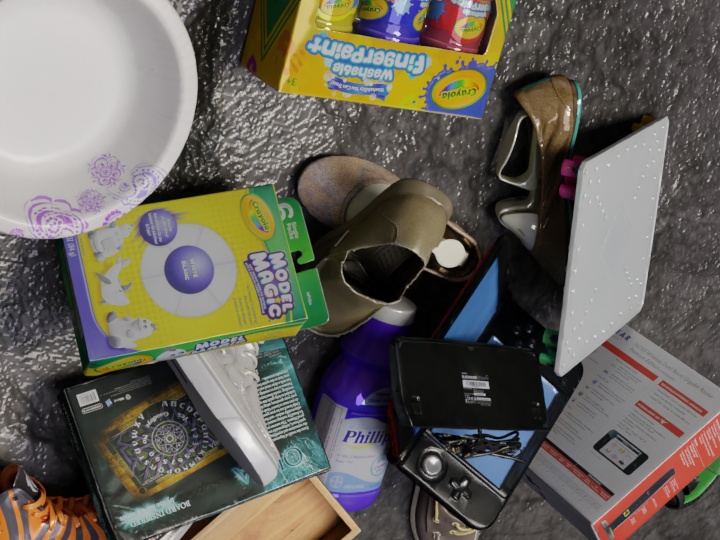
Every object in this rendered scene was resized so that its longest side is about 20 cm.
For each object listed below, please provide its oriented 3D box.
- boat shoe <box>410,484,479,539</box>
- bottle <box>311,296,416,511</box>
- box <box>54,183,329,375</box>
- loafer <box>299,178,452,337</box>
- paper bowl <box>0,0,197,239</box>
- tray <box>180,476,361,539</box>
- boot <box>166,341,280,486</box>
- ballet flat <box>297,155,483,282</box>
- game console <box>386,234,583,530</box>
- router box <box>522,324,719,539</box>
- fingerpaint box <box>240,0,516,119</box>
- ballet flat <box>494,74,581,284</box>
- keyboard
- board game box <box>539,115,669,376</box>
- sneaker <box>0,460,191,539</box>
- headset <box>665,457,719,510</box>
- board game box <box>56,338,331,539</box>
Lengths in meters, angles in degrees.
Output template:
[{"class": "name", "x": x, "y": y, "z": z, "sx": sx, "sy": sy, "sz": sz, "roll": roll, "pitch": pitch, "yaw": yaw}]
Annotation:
[{"class": "boat shoe", "x": 0.093, "y": 0.222, "z": 1.423, "sx": 0.071, "sy": 0.059, "sz": 0.202, "roll": -16, "pitch": 121, "yaw": -26}, {"class": "bottle", "x": 0.001, "y": 0.118, "z": 1.305, "sx": 0.083, "sy": 0.065, "sz": 0.202, "roll": 3, "pitch": 112, "yaw": -40}, {"class": "box", "x": -0.126, "y": 0.004, "z": 1.121, "sx": 0.198, "sy": 0.048, "sz": 0.118, "roll": -11, "pitch": 75, "yaw": -21}, {"class": "loafer", "x": 0.000, "y": 0.000, "z": 1.190, "sx": 0.076, "sy": 0.068, "sz": 0.200, "roll": 30, "pitch": 136, "yaw": -11}, {"class": "paper bowl", "x": -0.222, "y": -0.131, "z": 1.009, "sx": 0.199, "sy": 0.104, "sz": 0.202, "roll": -15, "pitch": 120, "yaw": -26}, {"class": "tray", "x": -0.107, "y": 0.252, "z": 1.262, "sx": 0.200, "sy": 0.037, "sz": 0.099, "roll": -40, "pitch": 108, "yaw": -4}, {"class": "boot", "x": -0.100, "y": 0.066, "z": 1.162, "sx": 0.095, "sy": 0.074, "sz": 0.201, "roll": -34, "pitch": 91, "yaw": -17}, {"class": "ballet flat", "x": 0.035, "y": -0.041, "z": 1.244, "sx": 0.199, "sy": 0.067, "sz": 0.068, "roll": 22, "pitch": 101, "yaw": -38}, {"class": "game console", "x": 0.118, "y": 0.103, "z": 1.296, "sx": 0.172, "sy": 0.119, "sz": 0.201, "roll": 40, "pitch": 67, "yaw": -9}, {"class": "router box", "x": 0.233, "y": 0.147, "z": 1.383, "sx": 0.179, "sy": 0.200, "sz": 0.049, "roll": -38, "pitch": 128, "yaw": -10}, {"class": "fingerpaint box", "x": 0.025, "y": -0.217, "z": 1.141, "sx": 0.199, "sy": 0.073, "sz": 0.168, "roll": 4, "pitch": 111, "yaw": -34}, {"class": "ballet flat", "x": 0.158, "y": -0.079, "z": 1.312, "sx": 0.072, "sy": 0.068, "sz": 0.202, "roll": -5, "pitch": 119, "yaw": -8}, {"class": "keyboard", "x": 0.087, "y": 0.114, "z": 1.242, "sx": 0.199, "sy": 0.039, "sz": 0.105, "roll": 9, "pitch": 69, "yaw": -45}, {"class": "board game box", "x": 0.225, "y": -0.028, "z": 1.339, "sx": 0.200, "sy": 0.026, "sz": 0.202, "roll": -28, "pitch": 128, "yaw": -53}, {"class": "sneaker", "x": -0.236, "y": 0.198, "z": 1.171, "sx": 0.199, "sy": 0.078, "sz": 0.113, "roll": -24, "pitch": 113, "yaw": -12}, {"class": "headset", "x": 0.353, "y": 0.203, "z": 1.558, "sx": 0.199, "sy": 0.094, "sz": 0.124, "roll": 20, "pitch": 102, "yaw": -50}, {"class": "board game box", "x": -0.133, "y": 0.134, "z": 1.192, "sx": 0.199, "sy": 0.028, "sz": 0.136, "roll": -16, "pitch": 81, "yaw": -30}]
